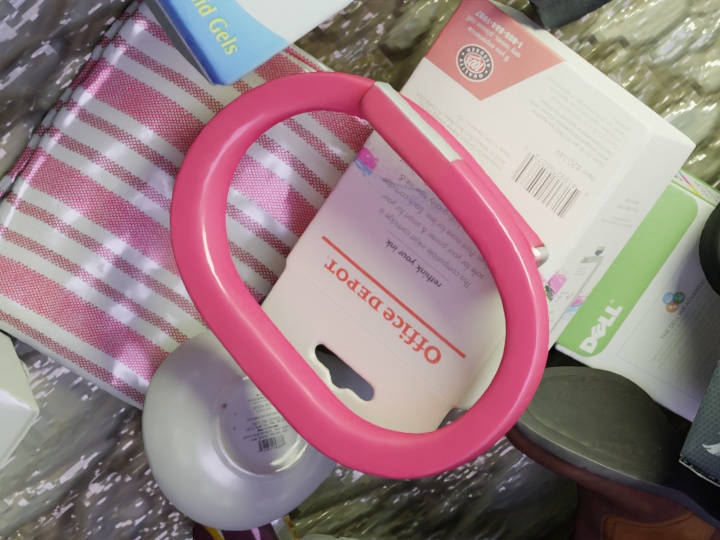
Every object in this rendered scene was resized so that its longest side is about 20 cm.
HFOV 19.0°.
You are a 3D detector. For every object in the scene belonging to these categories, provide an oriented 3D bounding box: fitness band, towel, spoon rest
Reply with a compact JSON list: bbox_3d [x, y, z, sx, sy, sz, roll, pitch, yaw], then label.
[{"bbox_3d":[0.000,0.000,0.979,0.144,0.037,0.200,-45,76,19],"label":"fitness band"},{"bbox_3d":[-0.094,-0.031,1.040,0.146,0.030,0.200,32,104,-25],"label":"towel"},{"bbox_3d":[-0.016,0.069,1.076,0.199,0.061,0.100,-10,89,-24],"label":"spoon rest"}]

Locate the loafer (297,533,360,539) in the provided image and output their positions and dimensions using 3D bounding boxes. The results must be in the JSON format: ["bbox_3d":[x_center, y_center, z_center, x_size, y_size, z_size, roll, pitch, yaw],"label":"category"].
[{"bbox_3d":[0.046,0.182,1.079,0.199,0.070,0.070,8,136,-22],"label":"loafer"}]

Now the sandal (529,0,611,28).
[{"bbox_3d":[0.092,-0.151,0.955,0.076,0.200,0.043,-28,84,-2],"label":"sandal"}]

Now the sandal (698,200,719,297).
[{"bbox_3d":[0.231,-0.062,1.084,0.200,0.048,0.075,-43,110,-21],"label":"sandal"}]

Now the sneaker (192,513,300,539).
[{"bbox_3d":[-0.066,0.178,1.123,0.090,0.075,0.200,-25,118,-8],"label":"sneaker"}]

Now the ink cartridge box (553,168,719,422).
[{"bbox_3d":[0.155,0.006,1.106,0.200,0.059,0.104,27,106,-24],"label":"ink cartridge box"}]

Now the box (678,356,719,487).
[{"bbox_3d":[0.249,0.017,1.051,0.157,0.051,0.201,8,105,-50],"label":"box"}]

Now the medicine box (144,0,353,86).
[{"bbox_3d":[-0.037,-0.214,0.911,0.200,0.103,0.182,-35,117,-3],"label":"medicine box"}]

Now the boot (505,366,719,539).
[{"bbox_3d":[0.108,0.142,1.141,0.188,0.069,0.200,15,135,-31],"label":"boot"}]

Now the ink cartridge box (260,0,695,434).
[{"bbox_3d":[0.049,-0.015,1.019,0.200,0.116,0.067,-55,157,13],"label":"ink cartridge box"}]

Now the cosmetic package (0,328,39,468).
[{"bbox_3d":[-0.254,0.029,0.984,0.200,0.102,0.074,33,98,-24],"label":"cosmetic package"}]
